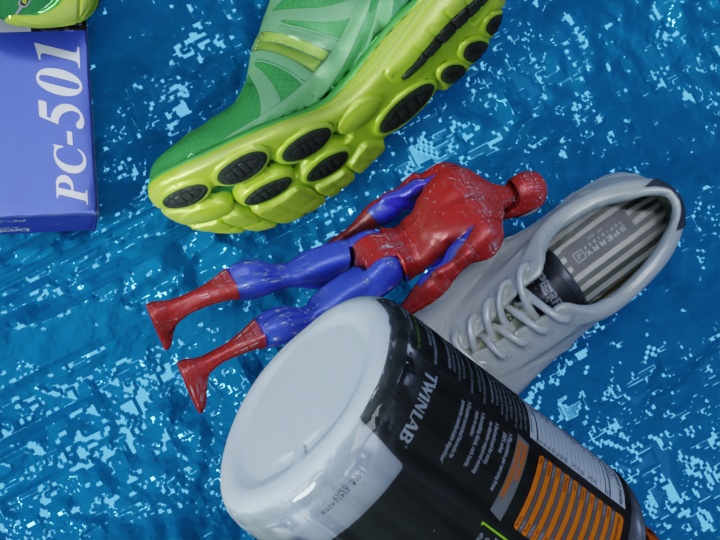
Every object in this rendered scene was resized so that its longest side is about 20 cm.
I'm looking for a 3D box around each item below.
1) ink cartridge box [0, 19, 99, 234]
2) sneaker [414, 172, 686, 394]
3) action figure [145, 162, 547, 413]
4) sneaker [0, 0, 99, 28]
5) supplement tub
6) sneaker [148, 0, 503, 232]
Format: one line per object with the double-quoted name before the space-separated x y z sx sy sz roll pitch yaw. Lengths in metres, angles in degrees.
"ink cartridge box" -0.178 -0.119 1.261 0.093 0.044 0.201 -2 80 -9
"sneaker" 0.073 0.017 1.265 0.200 0.071 0.073 -42 89 -11
"action figure" 0.000 0.000 1.251 0.199 0.052 0.066 -26 52 -8
"sneaker" -0.170 -0.210 1.218 0.083 0.074 0.201 -9 81 -14
"supplement tub" 0.044 0.112 1.198 0.200 0.122 0.123 38 75 -24
"sneaker" -0.022 -0.093 1.272 0.200 0.074 0.084 -38 57 -7
